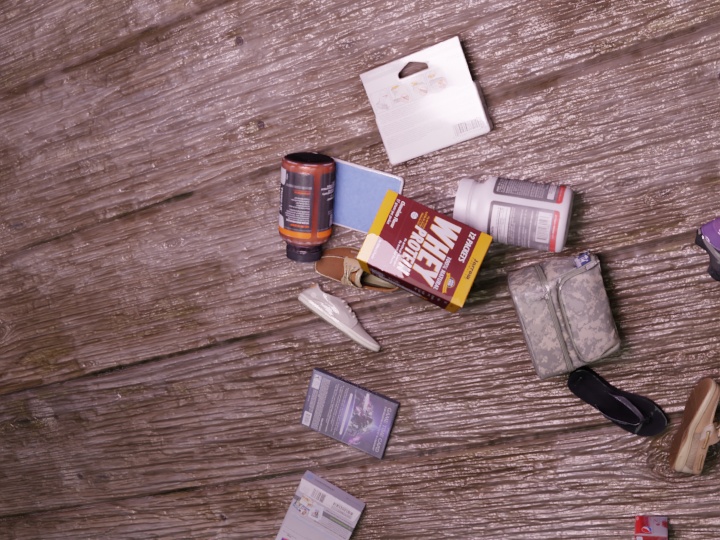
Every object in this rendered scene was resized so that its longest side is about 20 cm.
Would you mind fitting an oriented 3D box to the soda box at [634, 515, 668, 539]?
[{"bbox_3d":[0.578,0.587,1.649,0.063,0.070,0.202,-3,106,20],"label":"soda box"}]

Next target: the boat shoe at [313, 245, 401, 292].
[{"bbox_3d":[0.000,0.000,1.656,0.198,0.074,0.076,7,110,17],"label":"boat shoe"}]

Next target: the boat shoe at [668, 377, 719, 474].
[{"bbox_3d":[0.625,0.286,1.535,0.064,0.071,0.202,14,120,8],"label":"boat shoe"}]

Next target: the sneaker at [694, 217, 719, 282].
[{"bbox_3d":[0.646,0.001,1.436,0.087,0.076,0.201,-27,94,40],"label":"sneaker"}]

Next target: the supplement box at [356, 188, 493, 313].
[{"bbox_3d":[0.113,-0.029,1.510,0.198,0.197,0.134,25,86,5],"label":"supplement box"}]

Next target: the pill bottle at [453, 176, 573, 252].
[{"bbox_3d":[0.272,-0.105,1.499,0.198,0.116,0.117,11,111,16],"label":"pill bottle"}]

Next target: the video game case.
[{"bbox_3d":[-0.026,0.306,1.801,0.198,0.019,0.144,21,114,11],"label":"video game case"}]

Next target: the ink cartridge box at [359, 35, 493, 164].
[{"bbox_3d":[0.120,-0.307,1.524,0.198,0.045,0.178,-16,103,23],"label":"ink cartridge box"}]

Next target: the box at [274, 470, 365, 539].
[{"bbox_3d":[-0.094,0.574,1.904,0.155,0.041,0.201,27,114,10],"label":"box"}]

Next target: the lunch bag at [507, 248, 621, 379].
[{"bbox_3d":[0.370,0.076,1.520,0.166,0.139,0.202,-18,102,8],"label":"lunch bag"}]

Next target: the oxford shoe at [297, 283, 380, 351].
[{"bbox_3d":[-0.036,0.095,1.710,0.199,0.075,0.058,37,80,3],"label":"oxford shoe"}]

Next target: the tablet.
[{"bbox_3d":[-0.019,-0.146,1.647,0.198,0.014,0.131,17,113,13],"label":"tablet"}]

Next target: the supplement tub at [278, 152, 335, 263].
[{"bbox_3d":[-0.105,-0.120,1.620,0.106,0.107,0.202,11,110,16],"label":"supplement tub"}]

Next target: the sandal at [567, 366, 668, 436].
[{"bbox_3d":[0.482,0.257,1.586,0.199,0.043,0.077,27,115,9],"label":"sandal"}]
